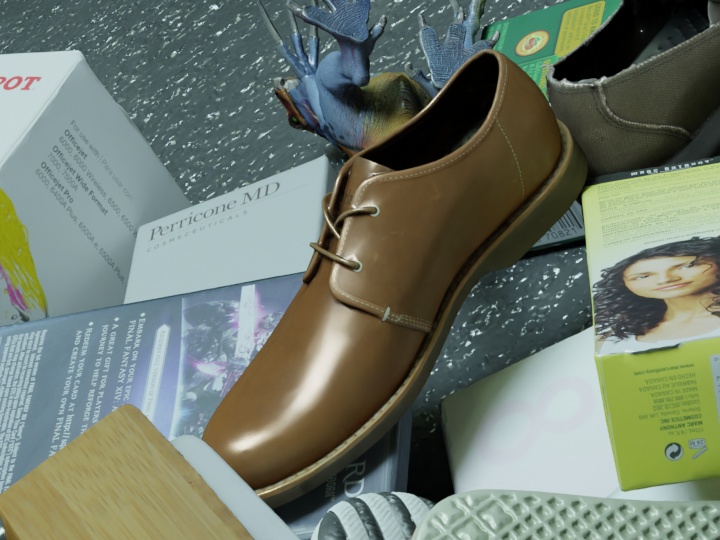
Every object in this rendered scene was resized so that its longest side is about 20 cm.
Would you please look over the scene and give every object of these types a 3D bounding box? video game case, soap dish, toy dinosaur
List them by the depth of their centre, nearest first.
[{"bbox_3d":[-0.063,0.167,0.757,0.081,0.201,0.157,-8,26,-26],"label":"soap dish"},{"bbox_3d":[-0.076,0.062,0.904,0.198,0.019,0.143,-10,41,14],"label":"video game case"},{"bbox_3d":[-0.003,-0.065,1.036,0.104,0.182,0.201,10,65,-2],"label":"toy dinosaur"}]

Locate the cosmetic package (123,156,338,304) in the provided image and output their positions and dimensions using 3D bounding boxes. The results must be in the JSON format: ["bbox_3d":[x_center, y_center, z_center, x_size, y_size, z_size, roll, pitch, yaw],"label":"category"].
[{"bbox_3d":[-0.047,0.054,0.982,0.101,0.071,0.201,-20,37,20],"label":"cosmetic package"}]

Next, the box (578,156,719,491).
[{"bbox_3d":[0.116,0.011,0.816,0.075,0.050,0.200,-10,16,6],"label":"box"}]

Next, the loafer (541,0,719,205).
[{"bbox_3d":[0.145,-0.112,0.940,0.073,0.071,0.200,15,58,47],"label":"loafer"}]

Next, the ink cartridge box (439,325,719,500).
[{"bbox_3d":[0.132,0.069,0.839,0.199,0.057,0.163,-30,35,15],"label":"ink cartridge box"}]

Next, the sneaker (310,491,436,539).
[{"bbox_3d":[0.017,0.184,0.789,0.075,0.116,0.201,-1,61,-23],"label":"sneaker"}]

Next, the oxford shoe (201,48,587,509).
[{"bbox_3d":[0.000,0.000,0.864,0.071,0.071,0.200,17,62,45],"label":"oxford shoe"}]

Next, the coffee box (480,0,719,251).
[{"bbox_3d":[0.137,-0.076,1.006,0.199,0.044,0.123,-14,40,27],"label":"coffee box"}]

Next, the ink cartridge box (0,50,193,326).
[{"bbox_3d":[-0.185,0.020,1.069,0.147,0.145,0.201,4,50,42],"label":"ink cartridge box"}]

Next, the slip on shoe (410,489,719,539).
[{"bbox_3d":[0.110,0.113,0.741,0.198,0.061,0.074,8,52,-2],"label":"slip on shoe"}]
